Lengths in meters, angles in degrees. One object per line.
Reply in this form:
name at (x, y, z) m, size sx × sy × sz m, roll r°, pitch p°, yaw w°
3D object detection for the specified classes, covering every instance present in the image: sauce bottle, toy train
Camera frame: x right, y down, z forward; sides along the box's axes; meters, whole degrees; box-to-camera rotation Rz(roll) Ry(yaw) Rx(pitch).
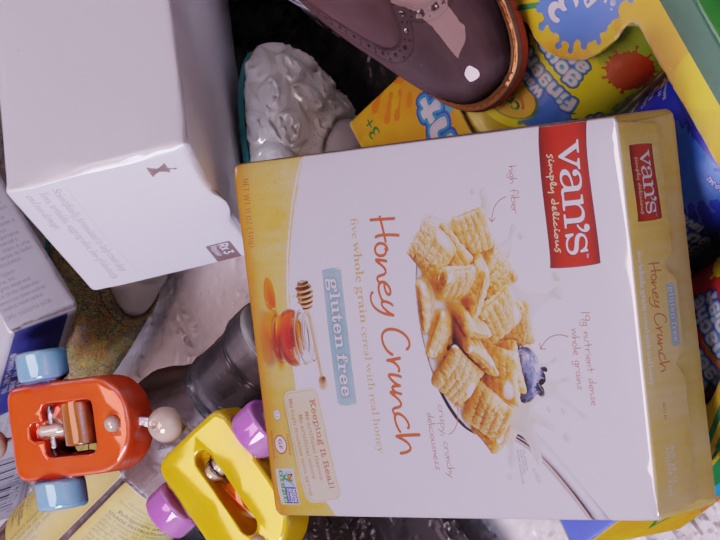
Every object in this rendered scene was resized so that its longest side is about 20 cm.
sauce bottle at (-0.093, 0.088, 1.197) m, size 0.200 × 0.065 × 0.065 m, roll -43°, pitch 66°, yaw 34°
toy train at (-0.080, 0.123, 1.126) m, size 0.150 × 0.056 × 0.201 m, roll -14°, pitch 85°, yaw 28°

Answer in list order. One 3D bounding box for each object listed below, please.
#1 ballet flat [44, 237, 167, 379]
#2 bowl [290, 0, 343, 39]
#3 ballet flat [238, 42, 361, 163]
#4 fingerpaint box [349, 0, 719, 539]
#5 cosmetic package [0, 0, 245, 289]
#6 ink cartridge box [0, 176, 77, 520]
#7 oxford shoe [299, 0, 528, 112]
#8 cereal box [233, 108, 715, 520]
ballet flat at (-0.108, -0.042, 1.203) m, size 0.071 × 0.071 × 0.201 m, roll 6°, pitch 97°, yaw 41°
bowl at (-0.009, -0.190, 1.081) m, size 0.200 × 0.094 × 0.202 m, roll 3°, pitch 95°, yaw 41°
ballet flat at (0.000, 0.000, 1.112) m, size 0.072 × 0.072 × 0.201 m, roll -5°, pitch 98°, yaw 42°
fingerpaint box at (0.108, -0.022, 1.003) m, size 0.167 × 0.073 × 0.200 m, roll -41°, pitch 67°, yaw 36°
cosmetic package at (-0.102, -0.107, 1.105) m, size 0.081 × 0.113 × 0.201 m, roll -11°, pitch 64°, yaw 10°
ink cartridge box at (-0.208, -0.005, 1.257) m, size 0.200 × 0.040 × 0.200 m, roll 58°, pitch 151°, yaw 23°
oxford shoe at (-0.021, -0.130, 0.995) m, size 0.200 × 0.072 × 0.071 m, roll 44°, pitch 120°, yaw 10°
cereal box at (0.038, 0.020, 0.995) m, size 0.200 × 0.039 × 0.145 m, roll -6°, pitch 92°, yaw 46°
